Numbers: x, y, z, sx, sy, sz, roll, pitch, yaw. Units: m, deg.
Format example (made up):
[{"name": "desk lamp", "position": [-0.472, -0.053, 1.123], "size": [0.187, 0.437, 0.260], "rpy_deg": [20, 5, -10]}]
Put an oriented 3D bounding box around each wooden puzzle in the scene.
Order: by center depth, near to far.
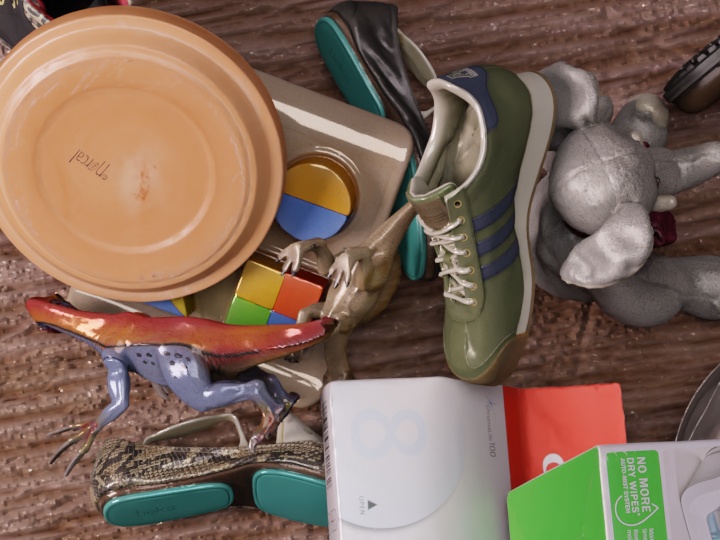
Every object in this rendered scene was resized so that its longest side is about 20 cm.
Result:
[{"name": "wooden puzzle", "position": [-0.082, -0.029, 1.627], "size": [0.185, 0.046, 0.200], "rpy_deg": [21, 99, 3]}]

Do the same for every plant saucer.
[{"name": "plant saucer", "position": [-0.147, -0.069, 1.567], "size": [0.200, 0.032, 0.201], "rpy_deg": [3, 116, 6]}]

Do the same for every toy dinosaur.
[{"name": "toy dinosaur", "position": [-0.123, 0.043, 1.583], "size": [0.181, 0.105, 0.200], "rpy_deg": [35, 115, 4]}, {"name": "toy dinosaur", "position": [0.000, 0.000, 1.597], "size": [0.058, 0.101, 0.200], "rpy_deg": [38, 109, 32]}]

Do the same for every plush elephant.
[{"name": "plush elephant", "position": [0.165, -0.049, 1.595], "size": [0.200, 0.155, 0.165], "rpy_deg": [-10, 75, -22]}]

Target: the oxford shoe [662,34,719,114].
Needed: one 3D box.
[{"name": "oxford shoe", "position": [0.295, -0.141, 1.670], "size": [0.200, 0.073, 0.084], "rpy_deg": [-24, 84, -21]}]

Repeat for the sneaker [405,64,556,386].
[{"name": "sneaker", "position": [0.061, -0.031, 1.537], "size": [0.090, 0.067, 0.200], "rpy_deg": [7, 92, -41]}]

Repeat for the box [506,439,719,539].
[{"name": "box", "position": [0.199, 0.156, 1.475], "size": [0.176, 0.200, 0.097], "rpy_deg": [-1, 77, -13]}]

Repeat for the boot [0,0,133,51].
[{"name": "boot", "position": [-0.221, -0.191, 1.635], "size": [0.203, 0.154, 0.074], "rpy_deg": [37, 78, 7]}]

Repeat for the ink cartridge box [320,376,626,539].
[{"name": "ink cartridge box", "position": [0.079, 0.148, 1.566], "size": [0.200, 0.047, 0.160], "rpy_deg": [-2, 75, -7]}]

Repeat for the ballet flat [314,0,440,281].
[{"name": "ballet flat", "position": [0.035, -0.094, 1.667], "size": [0.068, 0.068, 0.200], "rpy_deg": [-17, 83, -24]}]

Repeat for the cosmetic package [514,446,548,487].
[{"name": "cosmetic package", "position": [0.107, 0.213, 1.606], "size": [0.200, 0.052, 0.151], "rpy_deg": [35, 75, 6]}]

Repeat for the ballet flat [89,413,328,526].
[{"name": "ballet flat", "position": [-0.076, 0.127, 1.617], "size": [0.200, 0.068, 0.075], "rpy_deg": [0, 55, 0]}]

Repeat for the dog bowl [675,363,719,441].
[{"name": "dog bowl", "position": [0.299, 0.139, 1.626], "size": [0.200, 0.059, 0.200], "rpy_deg": [0, 76, -2]}]
